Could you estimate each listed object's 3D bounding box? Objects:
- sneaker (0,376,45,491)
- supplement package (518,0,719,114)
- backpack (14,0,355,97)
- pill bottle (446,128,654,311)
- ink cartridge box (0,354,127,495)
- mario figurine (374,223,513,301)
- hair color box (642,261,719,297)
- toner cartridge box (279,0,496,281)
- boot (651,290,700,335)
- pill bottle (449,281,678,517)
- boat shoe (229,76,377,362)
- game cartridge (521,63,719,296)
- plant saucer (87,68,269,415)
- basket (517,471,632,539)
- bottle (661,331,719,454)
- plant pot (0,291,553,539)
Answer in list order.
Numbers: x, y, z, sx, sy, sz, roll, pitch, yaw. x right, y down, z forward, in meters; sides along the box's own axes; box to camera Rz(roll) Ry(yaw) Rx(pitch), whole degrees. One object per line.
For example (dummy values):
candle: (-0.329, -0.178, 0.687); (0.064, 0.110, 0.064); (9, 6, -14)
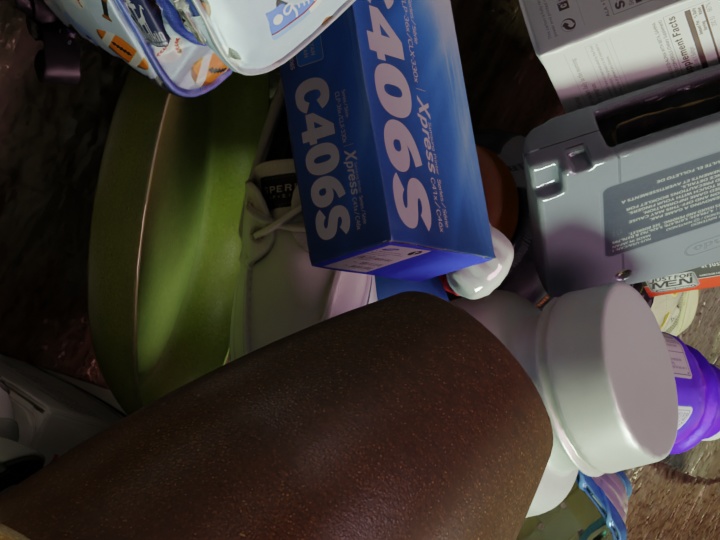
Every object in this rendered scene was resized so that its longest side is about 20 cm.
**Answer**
sneaker: (-0.227, 0.082, 0.781); (0.199, 0.089, 0.074); (-27, 167, -15)
supplement package: (0.143, -0.138, 1.057); (0.110, 0.157, 0.200); (-20, 150, 9)
backpack: (-0.059, -0.178, 0.743); (0.200, 0.154, 0.191); (-48, 132, -16)
pill bottle: (0.086, -0.016, 1.144); (0.107, 0.106, 0.200); (-63, 151, 2)
ink cartridge box: (-0.145, 0.123, 0.916); (0.146, 0.084, 0.200); (-62, 151, 0)
mario figurine: (0.000, 0.000, 0.974); (0.122, 0.201, 0.107); (2, 131, -11)
hair color box: (0.206, -0.088, 1.186); (0.061, 0.101, 0.201); (55, 35, -45)
toner cartridge box: (0.003, -0.100, 0.894); (0.095, 0.043, 0.202); (8, 70, -60)
boot: (0.153, 0.008, 1.312); (0.154, 0.072, 0.201); (-41, 145, -29)
pill bottle: (0.052, 0.072, 1.045); (0.114, 0.198, 0.115); (36, 46, -49)
boat shoe: (-0.023, -0.026, 0.927); (0.066, 0.071, 0.202); (55, 44, -51)
game cartridge: (0.178, -0.052, 1.021); (0.198, 0.042, 0.133); (-18, 153, -2)
plant saucer: (-0.079, -0.026, 0.888); (0.200, 0.031, 0.202); (9, 90, -80)
basket: (0.072, 0.159, 1.207); (0.177, 0.139, 0.200); (-48, 167, 27)
bottle: (0.151, 0.070, 1.171); (0.083, 0.066, 0.199); (-28, 159, 32)
plant pot: (-0.022, 0.104, 0.809); (0.200, 0.186, 0.188); (-42, 145, -25)
